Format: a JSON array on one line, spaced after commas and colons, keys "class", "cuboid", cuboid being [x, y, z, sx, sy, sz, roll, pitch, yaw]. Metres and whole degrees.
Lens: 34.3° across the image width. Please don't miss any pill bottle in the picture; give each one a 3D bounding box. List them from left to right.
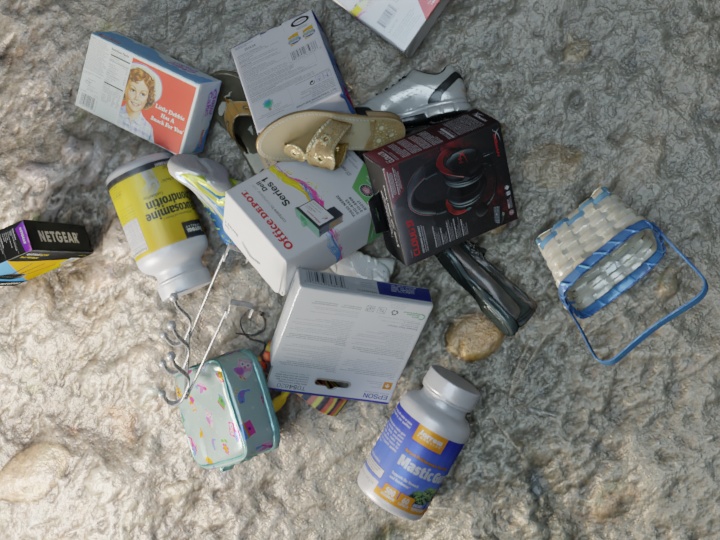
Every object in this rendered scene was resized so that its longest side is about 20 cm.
[{"class": "pill bottle", "cuboid": [-0.292, -0.063, 1.725, 0.111, 0.112, 0.203, -23, 88, 12]}, {"class": "pill bottle", "cuboid": [0.087, 0.241, 1.655, 0.111, 0.112, 0.202, 30, 99, 9]}]

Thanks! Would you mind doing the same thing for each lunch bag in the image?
[{"class": "lunch bag", "cuboid": [-0.193, 0.205, 1.684, 0.076, 0.199, 0.163, -18, 86, -31]}]

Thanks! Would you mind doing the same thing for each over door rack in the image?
[{"class": "over door rack", "cuboid": [-0.226, 0.068, 1.621, 0.066, 0.149, 0.201, 27, 117, -24]}]

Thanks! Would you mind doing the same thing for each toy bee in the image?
[{"class": "toy bee", "cuboid": [-0.112, 0.148, 1.698, 0.197, 0.109, 0.133, 18, 98, 11]}]

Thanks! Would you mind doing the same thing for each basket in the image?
[{"class": "basket", "cuboid": [0.346, 0.002, 1.566, 0.175, 0.139, 0.201, -36, 54, 11]}]

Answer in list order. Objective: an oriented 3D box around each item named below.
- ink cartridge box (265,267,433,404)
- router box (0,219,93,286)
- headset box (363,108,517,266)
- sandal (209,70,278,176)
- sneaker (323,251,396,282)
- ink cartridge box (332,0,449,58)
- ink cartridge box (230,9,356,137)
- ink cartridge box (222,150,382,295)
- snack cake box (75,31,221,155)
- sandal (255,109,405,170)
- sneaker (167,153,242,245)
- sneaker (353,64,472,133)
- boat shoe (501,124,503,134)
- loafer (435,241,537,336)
[{"class": "ink cartridge box", "cuboid": [-0.021, 0.095, 1.629, 0.197, 0.041, 0.202, 9, 128, -18]}, {"class": "router box", "cuboid": [-0.507, -0.023, 1.728, 0.147, 0.200, 0.052, -22, 86, 12]}, {"class": "headset box", "cuboid": [0.101, -0.109, 1.577, 0.198, 0.075, 0.151, -22, 118, -14]}, {"class": "sandal", "cuboid": [-0.166, -0.210, 1.722, 0.080, 0.054, 0.202, -30, 86, 11]}, {"class": "sneaker", "cuboid": [0.000, 0.000, 1.692, 0.099, 0.078, 0.201, -37, 93, 4]}, {"class": "ink cartridge box", "cuboid": [0.022, -0.413, 1.667, 0.199, 0.067, 0.117, 38, 99, 7]}, {"class": "ink cartridge box", "cuboid": [-0.099, -0.278, 1.662, 0.135, 0.076, 0.202, -24, 59, 6]}, {"class": "ink cartridge box", "cuboid": [-0.073, -0.081, 1.625, 0.199, 0.084, 0.145, -32, 65, -26]}, {"class": "snack cake box", "cuboid": [-0.315, -0.263, 1.724, 0.198, 0.067, 0.116, 27, 112, 16]}, {"class": "sandal", "cuboid": [-0.033, -0.171, 1.585, 0.208, 0.070, 0.078, -8, 131, -14]}, {"class": "sneaker", "cuboid": [-0.202, -0.089, 1.702, 0.198, 0.076, 0.106, 25, 114, -12]}, {"class": "sneaker", "cuboid": [0.059, -0.240, 1.672, 0.197, 0.074, 0.081, -10, 79, 7]}, {"class": "boat shoe", "cuboid": [0.115, -0.153, 1.661, 0.197, 0.074, 0.070, -19, 109, 5]}, {"class": "loafer", "cuboid": [0.169, 0.001, 1.658, 0.063, 0.072, 0.201, -38, 82, -10]}]
